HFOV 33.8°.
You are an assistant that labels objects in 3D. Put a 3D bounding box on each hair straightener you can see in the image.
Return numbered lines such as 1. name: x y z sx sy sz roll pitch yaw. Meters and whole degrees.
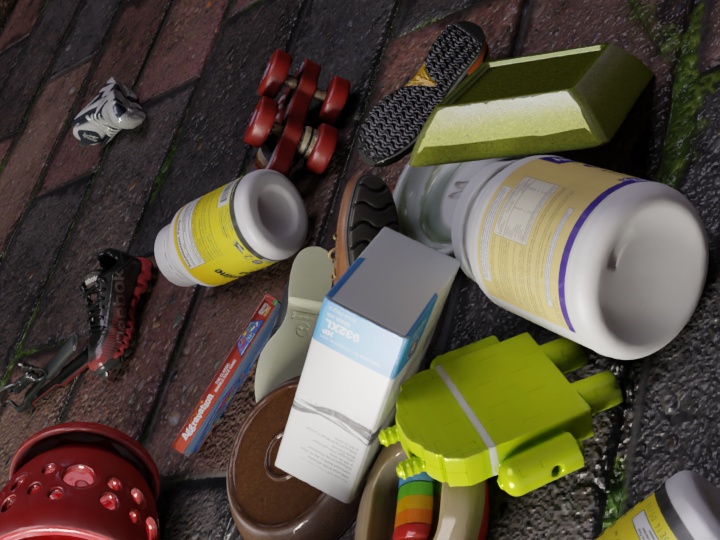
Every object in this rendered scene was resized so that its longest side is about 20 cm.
1. hair straightener: -0.480 0.152 1.767 0.199 0.077 0.041 -34 39 28

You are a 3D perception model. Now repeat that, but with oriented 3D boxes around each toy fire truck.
1. toy fire truck: -0.102 -0.182 1.590 0.168 0.111 0.202 130 157 -54

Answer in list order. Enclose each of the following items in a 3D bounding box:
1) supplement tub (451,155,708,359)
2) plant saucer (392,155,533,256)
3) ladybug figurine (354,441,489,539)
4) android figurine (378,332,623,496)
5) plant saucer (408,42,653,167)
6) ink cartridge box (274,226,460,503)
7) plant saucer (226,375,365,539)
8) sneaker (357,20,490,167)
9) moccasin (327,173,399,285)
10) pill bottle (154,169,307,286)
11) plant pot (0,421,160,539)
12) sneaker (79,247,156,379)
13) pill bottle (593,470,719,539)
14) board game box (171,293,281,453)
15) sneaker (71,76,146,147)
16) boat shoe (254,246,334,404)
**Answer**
1. supplement tub: 0.183 -0.019 1.024 0.146 0.145 0.199 -56 33 -5
2. plant saucer: 0.117 -0.088 1.257 0.199 0.050 0.202 -33 37 30
3. ladybug figurine: 0.060 0.215 1.030 0.135 0.072 0.202 -21 45 39
4. android figurine: 0.113 0.118 1.000 0.198 0.041 0.182 -22 34 -10
5. plant saucer: 0.163 -0.168 1.146 0.198 0.048 0.200 -4 25 29
6. ink cartridge box: 0.005 0.086 1.080 0.145 0.083 0.202 -51 -17 -55
7. plant saucer: -0.069 0.193 1.216 0.199 0.034 0.202 -21 53 30
8. sneaker: 0.082 -0.187 1.365 0.070 0.090 0.201 39 88 29
9. moccasin: 0.001 0.000 1.262 0.078 0.073 0.204 0 94 63
10. pill bottle: -0.170 -0.046 1.511 0.199 0.112 0.113 -20 45 41
11. plant pot: -0.320 0.291 1.337 0.200 0.200 0.183 -38 27 22
12. sneaker: -0.362 0.053 1.692 0.070 0.098 0.202 -19 48 39
13. pill bottle: 0.184 0.240 0.813 0.200 0.112 0.113 -43 34 15
14. board game box: -0.150 0.121 1.376 0.201 0.019 0.103 -58 -7 -6
15. sneaker: -0.456 -0.261 2.117 0.130 0.079 0.199 -49 33 9
16. boat shoe: -0.070 0.073 1.335 0.063 0.070 0.202 104 179 -79
